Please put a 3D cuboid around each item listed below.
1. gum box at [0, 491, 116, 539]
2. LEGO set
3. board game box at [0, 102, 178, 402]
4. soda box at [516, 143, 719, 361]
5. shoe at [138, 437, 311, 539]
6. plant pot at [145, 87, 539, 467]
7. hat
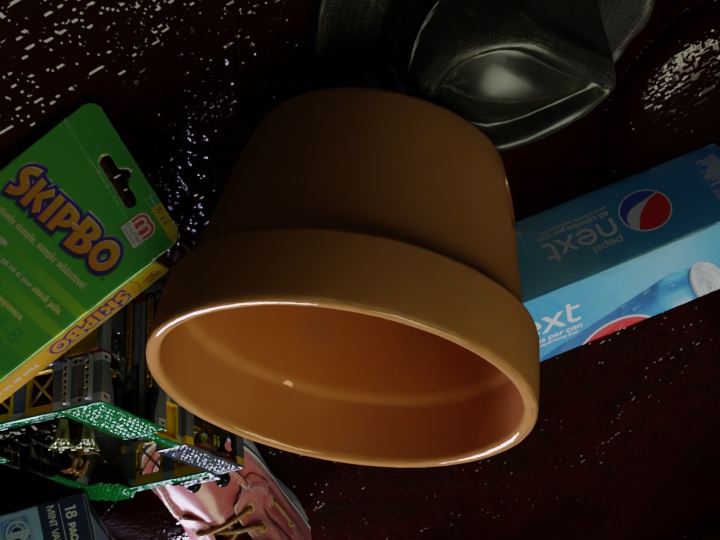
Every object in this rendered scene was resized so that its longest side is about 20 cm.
[{"bbox_3d":[-0.250,0.206,0.992,0.199,0.045,0.170,-16,158,-6],"label":"gum box"},{"bbox_3d":[-0.149,0.049,0.898,0.153,0.117,0.200,-19,152,33],"label":"LEGO set"},{"bbox_3d":[-0.187,0.010,0.809,0.200,0.096,0.030,-38,160,9],"label":"board game box"},{"bbox_3d":[0.151,-0.004,1.002,0.199,0.064,0.068,-21,140,-4],"label":"soda box"},{"bbox_3d":[-0.080,0.171,1.052,0.071,0.091,0.200,-30,140,7],"label":"shoe"},{"bbox_3d":[0.000,0.000,0.817,0.198,0.141,0.200,8,154,4],"label":"plant pot"},{"bbox_3d":[0.080,-0.116,0.830,0.199,0.081,0.201,-15,138,-13],"label":"hat"}]
